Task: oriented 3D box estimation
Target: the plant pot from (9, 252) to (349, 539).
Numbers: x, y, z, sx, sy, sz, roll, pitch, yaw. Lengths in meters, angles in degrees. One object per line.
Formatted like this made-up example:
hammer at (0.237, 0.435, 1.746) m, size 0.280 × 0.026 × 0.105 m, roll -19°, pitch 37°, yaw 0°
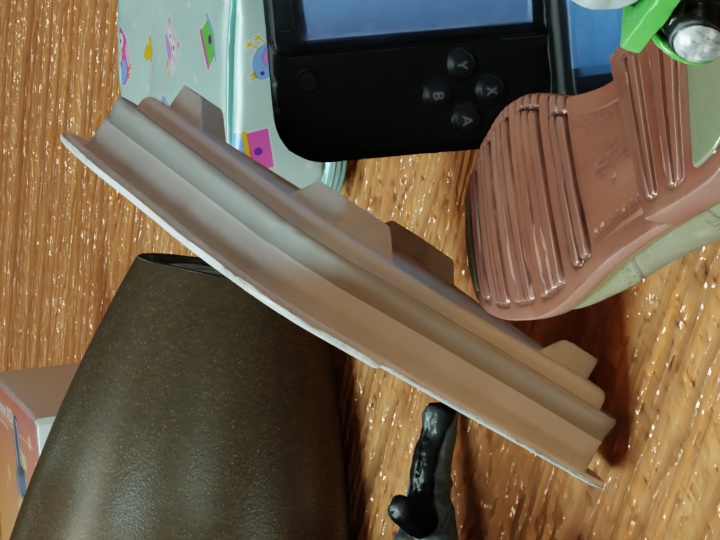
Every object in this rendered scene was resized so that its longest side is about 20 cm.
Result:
plant pot at (-0.083, 0.098, 1.094) m, size 0.187 × 0.186 × 0.202 m, roll -160°, pitch 78°, yaw -68°

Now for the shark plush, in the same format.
shark plush at (0.017, 0.159, 0.970) m, size 0.083 × 0.090 × 0.202 m, roll -46°, pitch -51°, yaw -75°

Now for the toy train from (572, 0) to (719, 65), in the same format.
toy train at (0.084, -0.138, 0.600) m, size 0.042 × 0.056 × 0.201 m, roll 125°, pitch 160°, yaw -50°

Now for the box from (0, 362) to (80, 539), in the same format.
box at (-0.171, 0.172, 1.437) m, size 0.152 × 0.106 × 0.202 m, roll -157°, pitch 63°, yaw -68°

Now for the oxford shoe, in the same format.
oxford shoe at (0.093, -0.027, 0.671) m, size 0.200 × 0.073 × 0.071 m, roll 152°, pitch 113°, yaw -64°

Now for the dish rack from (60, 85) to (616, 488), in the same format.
dish rack at (0.000, 0.000, 0.800) m, size 0.044 × 0.200 × 0.171 m, roll -57°, pitch 41°, yaw 2°

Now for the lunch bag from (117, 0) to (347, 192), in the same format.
lunch bag at (-0.064, -0.118, 1.092) m, size 0.200 × 0.077 × 0.162 m, roll -135°, pitch 42°, yaw -61°

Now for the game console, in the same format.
game console at (0.038, -0.141, 0.744) m, size 0.119 × 0.171 × 0.202 m, roll -25°, pitch -69°, yaw -82°
